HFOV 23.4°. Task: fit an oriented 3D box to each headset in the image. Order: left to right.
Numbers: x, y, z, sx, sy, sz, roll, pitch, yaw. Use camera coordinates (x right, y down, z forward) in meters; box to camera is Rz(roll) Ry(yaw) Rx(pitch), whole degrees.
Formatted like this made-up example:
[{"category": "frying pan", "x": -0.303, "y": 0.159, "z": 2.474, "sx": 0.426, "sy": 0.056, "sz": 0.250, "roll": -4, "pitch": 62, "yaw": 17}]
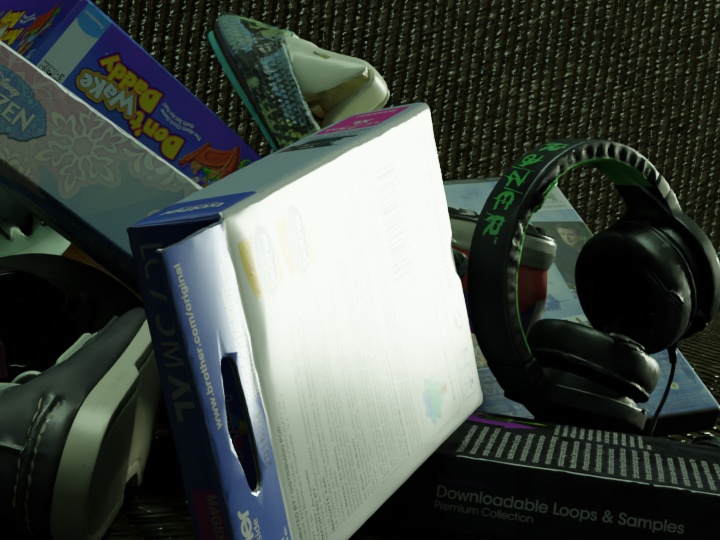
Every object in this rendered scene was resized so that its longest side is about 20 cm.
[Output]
[{"category": "headset", "x": 0.129, "y": 0.030, "z": 0.801, "sx": 0.094, "sy": 0.124, "sz": 0.200, "roll": 8, "pitch": -37, "yaw": 48}]

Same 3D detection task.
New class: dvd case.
[{"category": "dvd case", "x": 0.082, "y": 0.018, "z": 0.923, "sx": 0.143, "sy": 0.018, "sz": 0.200, "roll": -6, "pitch": 43, "yaw": -25}]

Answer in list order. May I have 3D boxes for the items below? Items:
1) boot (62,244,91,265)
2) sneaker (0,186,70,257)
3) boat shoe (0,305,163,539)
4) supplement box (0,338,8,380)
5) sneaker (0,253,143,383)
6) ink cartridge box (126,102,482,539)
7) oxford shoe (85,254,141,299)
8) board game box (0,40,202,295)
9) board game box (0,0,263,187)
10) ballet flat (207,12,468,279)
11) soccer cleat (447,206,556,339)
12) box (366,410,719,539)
[{"category": "boot", "x": -0.190, "y": 0.000, "z": 1.092, "sx": 0.201, "sy": 0.071, "sz": 0.144, "roll": -27, "pitch": -34, "yaw": 28}, {"category": "sneaker", "x": -0.203, "y": -0.040, "z": 0.871, "sx": 0.074, "sy": 0.118, "sz": 0.200, "roll": 38, "pitch": -17, "yaw": 16}, {"category": "boat shoe", "x": -0.108, "y": 0.048, "z": 0.638, "sx": 0.063, "sy": 0.073, "sz": 0.200, "roll": 10, "pitch": 8, "yaw": 0}, {"category": "supplement box", "x": -0.233, "y": -0.012, "z": 0.594, "sx": 0.200, "sy": 0.131, "sz": 0.103, "roll": -4, "pitch": 2, "yaw": 1}, {"category": "sneaker", "x": -0.143, "y": 0.034, "z": 0.756, "sx": 0.115, "sy": 0.076, "sz": 0.200, "roll": 15, "pitch": 2, "yaw": 41}, {"category": "ink cartridge box", "x": -0.017, "y": 0.023, "z": 0.575, "sx": 0.042, "sy": 0.119, "sz": 0.200, "roll": -6, "pitch": 14, "yaw": 23}, {"category": "oxford shoe", "x": -0.059, "y": 0.006, "z": 0.961, "sx": 0.200, "sy": 0.074, "sz": 0.071, "roll": 25, "pitch": 21, "yaw": 12}, {"category": "board game box", "x": -0.085, "y": -0.010, "z": 0.761, "sx": 0.200, "sy": 0.043, "sz": 0.199, "roll": 36, "pitch": -9, "yaw": 12}, {"category": "board game box", "x": -0.132, "y": -0.080, "z": 0.885, "sx": 0.134, "sy": 0.045, "sz": 0.200, "roll": 42, "pitch": -9, "yaw": -24}, {"category": "ballet flat", "x": -0.006, "y": -0.058, "z": 0.812, "sx": 0.074, "sy": 0.074, "sz": 0.200, "roll": 4, "pitch": 49, "yaw": -44}, {"category": "soccer cleat", "x": 0.000, "y": 0.000, "z": 0.869, "sx": 0.200, "sy": 0.073, "sz": 0.068, "roll": 10, "pitch": -2, "yaw": 31}, {"category": "box", "x": 0.085, "y": 0.087, "z": 0.707, "sx": 0.200, "sy": 0.036, "sz": 0.143, "roll": 9, "pitch": 3, "yaw": 8}]
